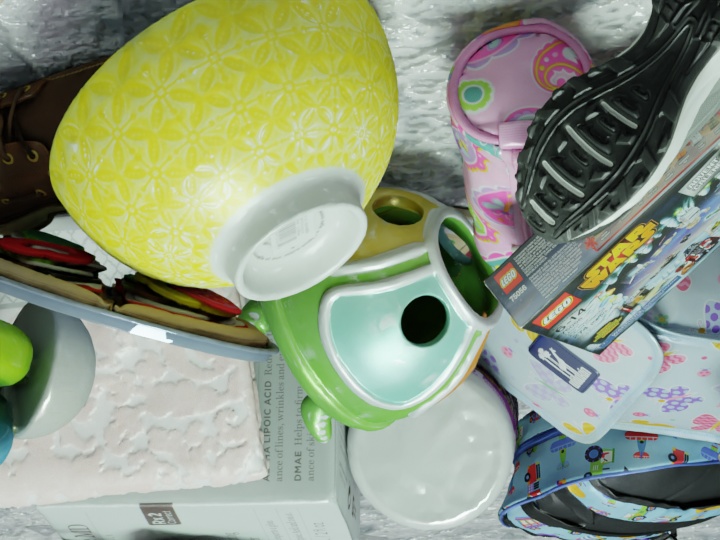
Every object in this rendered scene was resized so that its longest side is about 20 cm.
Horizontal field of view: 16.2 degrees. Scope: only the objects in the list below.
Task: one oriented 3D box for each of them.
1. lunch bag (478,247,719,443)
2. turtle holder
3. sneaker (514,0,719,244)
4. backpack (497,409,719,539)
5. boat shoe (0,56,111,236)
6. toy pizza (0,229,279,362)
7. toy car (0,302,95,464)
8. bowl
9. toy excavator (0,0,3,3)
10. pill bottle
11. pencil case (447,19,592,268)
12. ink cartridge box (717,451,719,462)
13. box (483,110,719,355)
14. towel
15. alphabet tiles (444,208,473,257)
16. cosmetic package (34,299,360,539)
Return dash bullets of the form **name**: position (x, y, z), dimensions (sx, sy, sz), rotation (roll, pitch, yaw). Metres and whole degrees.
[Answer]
- **lunch bag**: position (0.182, 0.033, 1.643), dimensions (0.198, 0.128, 0.170), rotation (9, 153, -16)
- **turtle holder**: position (0.006, 0.001, 1.552), dimensions (0.131, 0.187, 0.141), rotation (-22, 180, 30)
- **sneaker**: position (0.159, -0.093, 1.312), dimensions (0.200, 0.074, 0.079), rotation (-51, 154, 8)
- **backpack**: position (0.191, 0.122, 1.799), dimensions (0.199, 0.136, 0.182), rotation (2, 161, -38)
- **boat shoe**: position (-0.182, -0.070, 1.431), dimensions (0.067, 0.073, 0.200), rotation (12, 156, -35)
- **toy pizza**: position (-0.138, 0.009, 1.429), dimensions (0.199, 0.032, 0.200), rotation (16, -178, -1)
- **toy car**: position (-0.260, 0.082, 1.446), dimensions (0.174, 0.151, 0.200), rotation (17, 159, -29)
- **bowl**: position (-0.054, -0.050, 1.348), dimensions (0.199, 0.108, 0.201), rotation (-25, 152, -14)
- **toy excavator**: position (-0.260, -0.108, 1.324), dimensions (0.193, 0.101, 0.200), rotation (-6, 148, 6)
- **pill bottle**: position (0.053, 0.103, 1.737), dimensions (0.111, 0.113, 0.200), rotation (-4, -173, 5)
- **pencil case**: position (0.098, -0.062, 1.442), dimensions (0.087, 0.088, 0.200), rotation (-4, 156, 5)
- **ink cartridge box**: position (0.325, 0.062, 1.614), dimensions (0.200, 0.047, 0.198), rotation (-43, 170, 12)
- **box**: position (0.175, -0.037, 1.433), dimensions (0.200, 0.040, 0.137), rotation (-44, 157, 13)
- **towel**: position (-0.166, 0.050, 1.585), dimensions (0.198, 0.193, 0.032), rotation (-6, -170, 7)
- **alphabet tiles**: position (-0.007, -0.011, 1.670), dimensions (0.198, 0.008, 0.167), rotation (8, 155, -21)
- **cosmetic package**: position (-0.105, 0.101, 1.707), dimensions (0.198, 0.166, 0.165), rotation (-2, 159, 6)
